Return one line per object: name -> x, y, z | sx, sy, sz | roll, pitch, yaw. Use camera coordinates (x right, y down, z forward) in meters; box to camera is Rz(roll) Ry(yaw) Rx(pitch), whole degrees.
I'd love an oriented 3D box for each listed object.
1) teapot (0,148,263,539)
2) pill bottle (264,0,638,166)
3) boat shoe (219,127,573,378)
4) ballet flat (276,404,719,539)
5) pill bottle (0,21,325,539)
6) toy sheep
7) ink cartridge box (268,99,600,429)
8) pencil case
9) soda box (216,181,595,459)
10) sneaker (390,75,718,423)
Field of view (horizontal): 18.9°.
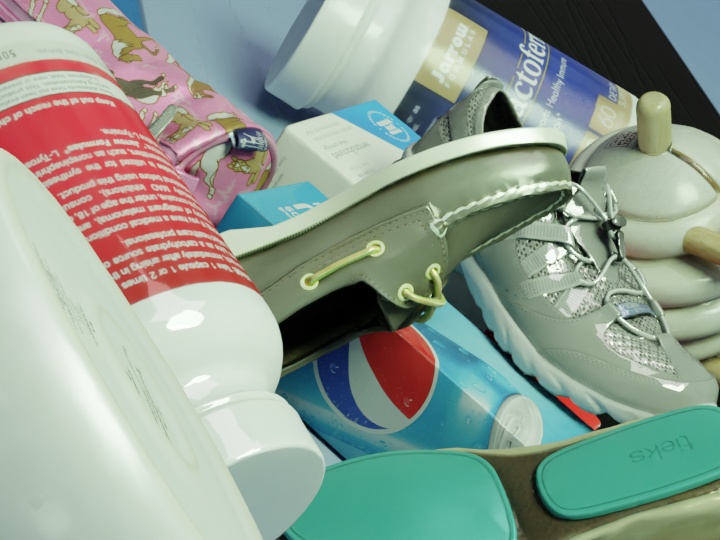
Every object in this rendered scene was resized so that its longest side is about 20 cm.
teapot -> -0.120, 0.074, 0.616 | 0.198, 0.146, 0.200 | 58, 0, -5
pill bottle -> 0.053, -0.095, 1.245 | 0.200, 0.116, 0.116 | 29, 22, -11
boat shoe -> 0.000, 0.001, 0.896 | 0.072, 0.201, 0.060 | 75, -8, -68
ballet flat -> 0.064, 0.104, 0.866 | 0.199, 0.070, 0.070 | -8, 29, -2
pill bottle -> -0.099, 0.015, 0.786 | 0.112, 0.112, 0.200 | 4, 44, -52
toy sheep -> 0.164, -0.012, 1.153 | 0.137, 0.200, 0.138 | -3, 38, 3
ink cartridge box -> 0.044, 0.006, 1.082 | 0.200, 0.067, 0.116 | 39, 23, 11
pencil case -> -0.128, -0.090, 1.025 | 0.083, 0.087, 0.200 | -29, 61, -32
soda box -> 0.016, 0.048, 0.960 | 0.200, 0.064, 0.068 | 40, 22, 18
sneaker -> 0.091, -0.008, 0.979 | 0.200, 0.082, 0.075 | 46, 27, 24
